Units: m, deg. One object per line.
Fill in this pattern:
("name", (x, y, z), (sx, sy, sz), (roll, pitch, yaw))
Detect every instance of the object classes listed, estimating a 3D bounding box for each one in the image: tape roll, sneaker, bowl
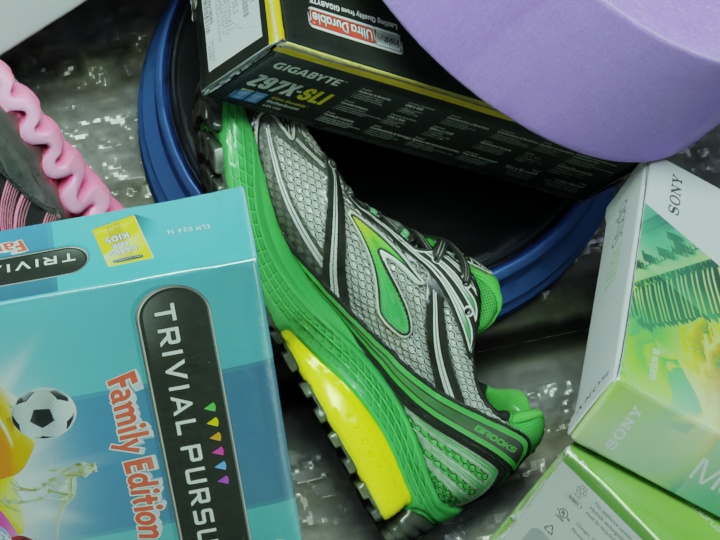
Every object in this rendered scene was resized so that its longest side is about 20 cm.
("tape roll", (0.078, -0.140, 0.974), (0.200, 0.066, 0.200), (26, 43, -27))
("sneaker", (0.000, 0.000, 1.013), (0.085, 0.078, 0.200), (-29, 106, -2))
("sneaker", (-0.141, -0.016, 1.006), (0.095, 0.079, 0.200), (-39, 114, -4))
("bowl", (0.010, -0.069, 1.096), (0.200, 0.039, 0.201), (2, 67, -5))

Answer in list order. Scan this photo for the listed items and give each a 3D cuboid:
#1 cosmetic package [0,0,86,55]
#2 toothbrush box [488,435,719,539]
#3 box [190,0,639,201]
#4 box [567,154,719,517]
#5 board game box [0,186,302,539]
("cosmetic package", (-0.154, -0.141, 1.035), (0.200, 0.102, 0.071), (-32, 30, 5))
("toothbrush box", (0.149, 0.105, 0.963), (0.146, 0.086, 0.200), (45, 35, 13))
("box", (0.020, -0.124, 1.016), (0.200, 0.049, 0.160), (14, 58, -41))
("box", (0.172, 0.051, 0.939), (0.200, 0.036, 0.144), (26, 34, -7))
("board game box", (-0.127, 0.060, 0.957), (0.200, 0.151, 0.047), (-10, 37, -3))
